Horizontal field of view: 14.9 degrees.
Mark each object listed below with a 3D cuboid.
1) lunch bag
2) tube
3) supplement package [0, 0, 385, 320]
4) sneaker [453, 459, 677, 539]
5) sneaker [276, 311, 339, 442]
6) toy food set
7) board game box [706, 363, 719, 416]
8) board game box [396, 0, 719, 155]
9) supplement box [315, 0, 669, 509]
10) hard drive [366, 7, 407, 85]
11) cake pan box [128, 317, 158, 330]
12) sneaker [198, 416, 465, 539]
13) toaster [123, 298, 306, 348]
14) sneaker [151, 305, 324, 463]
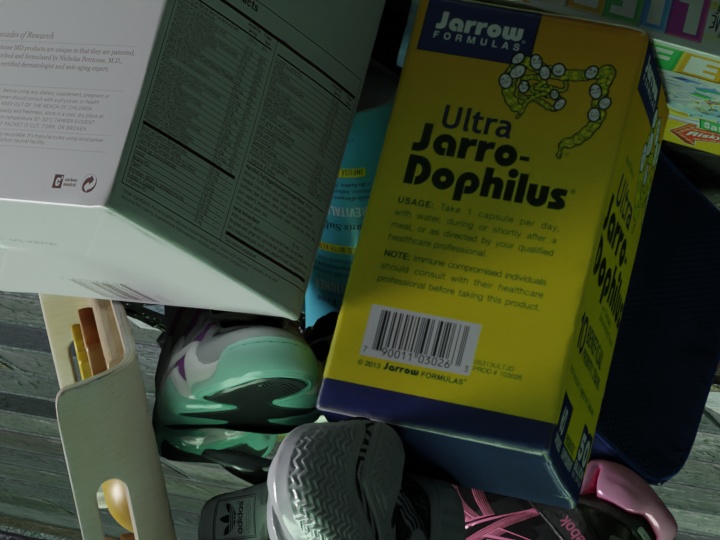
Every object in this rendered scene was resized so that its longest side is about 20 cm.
[{"bbox_3d":[0.109,0.022,1.494,0.132,0.200,0.136,-16,129,46],"label":"lunch bag"},{"bbox_3d":[0.000,0.000,1.413,0.077,0.200,0.050,11,-150,29],"label":"tube"},{"bbox_3d":[-0.113,-0.100,1.234,0.191,0.200,0.147,6,164,36],"label":"supplement package"},{"bbox_3d":[0.064,0.148,1.429,0.200,0.096,0.079,-2,140,42],"label":"sneaker"},{"bbox_3d":[0.035,0.066,1.376,0.200,0.077,0.089,-14,129,35],"label":"sneaker"},{"bbox_3d":[-0.127,0.085,1.301,0.060,0.144,0.200,-13,-160,-7],"label":"toy food set"},{"bbox_3d":[0.305,0.050,1.579,0.200,0.097,0.159,1,160,44],"label":"board game box"},{"bbox_3d":[0.121,-0.106,1.303,0.199,0.034,0.134,15,166,0],"label":"board game box"},{"bbox_3d":[0.064,-0.008,1.255,0.109,0.200,0.109,11,165,15],"label":"supplement box"},{"bbox_3d":[-0.040,-0.108,1.472,0.200,0.033,0.139,2,161,45],"label":"hard drive"},{"bbox_3d":[-0.097,0.001,1.772,0.200,0.052,0.184,9,163,23],"label":"cake pan box"},{"bbox_3d":[-0.030,0.111,1.223,0.115,0.075,0.200,0,165,19],"label":"sneaker"},{"bbox_3d":[-0.114,-0.039,1.501,0.181,0.119,0.200,24,163,-30],"label":"toaster"},{"bbox_3d":[-0.063,0.011,1.315,0.078,0.140,0.200,4,167,-15],"label":"sneaker"}]
